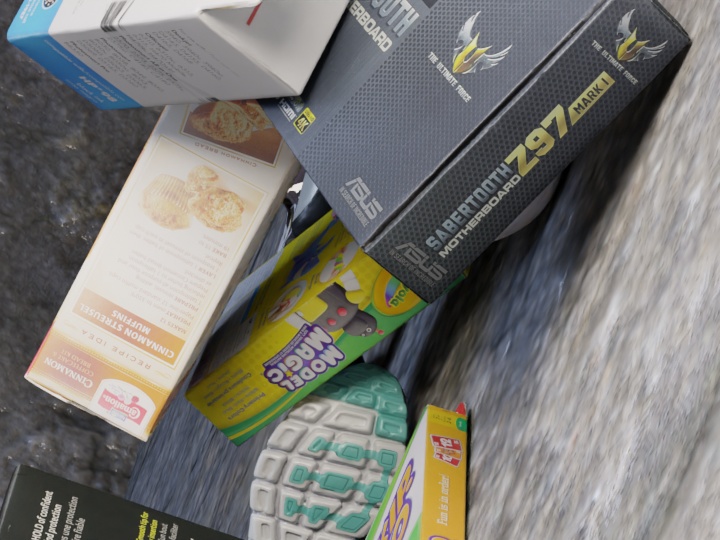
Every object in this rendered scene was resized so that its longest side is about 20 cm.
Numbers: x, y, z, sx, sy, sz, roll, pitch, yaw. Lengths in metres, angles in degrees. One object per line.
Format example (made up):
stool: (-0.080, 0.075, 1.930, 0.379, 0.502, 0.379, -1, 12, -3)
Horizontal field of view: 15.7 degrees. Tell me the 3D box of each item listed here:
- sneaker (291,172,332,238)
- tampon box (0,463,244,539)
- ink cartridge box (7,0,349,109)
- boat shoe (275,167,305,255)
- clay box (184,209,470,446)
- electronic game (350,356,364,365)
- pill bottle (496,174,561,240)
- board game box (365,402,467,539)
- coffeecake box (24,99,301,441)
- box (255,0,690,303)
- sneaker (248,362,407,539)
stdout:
sneaker: (-0.008, -0.110, 1.506, 0.074, 0.080, 0.200, 145, 145, -74)
tampon box: (-0.099, 0.209, 1.246, 0.150, 0.200, 0.126, -84, 15, -63)
ink cartridge box: (-0.060, -0.139, 1.169, 0.200, 0.067, 0.116, 1, 59, 51)
boat shoe: (-0.027, -0.048, 1.577, 0.072, 0.065, 0.200, 172, 108, -85)
clay box: (0.000, 0.000, 1.390, 0.200, 0.048, 0.115, -36, 18, 28)
electronic game: (-0.039, 0.137, 1.613, 0.200, 0.042, 0.200, -161, 90, -82)
pill bottle: (0.050, -0.114, 1.296, 0.200, 0.114, 0.114, -80, 11, -50)
board game box: (0.022, 0.145, 1.200, 0.200, 0.030, 0.096, -79, 11, -61)
coffeecake box: (-0.085, -0.029, 1.343, 0.200, 0.073, 0.154, -62, 2, 11)
box: (0.034, -0.100, 1.135, 0.158, 0.051, 0.200, -45, 38, 9)
sneaker: (-0.029, 0.137, 1.432, 0.091, 0.077, 0.200, -76, 9, -78)
